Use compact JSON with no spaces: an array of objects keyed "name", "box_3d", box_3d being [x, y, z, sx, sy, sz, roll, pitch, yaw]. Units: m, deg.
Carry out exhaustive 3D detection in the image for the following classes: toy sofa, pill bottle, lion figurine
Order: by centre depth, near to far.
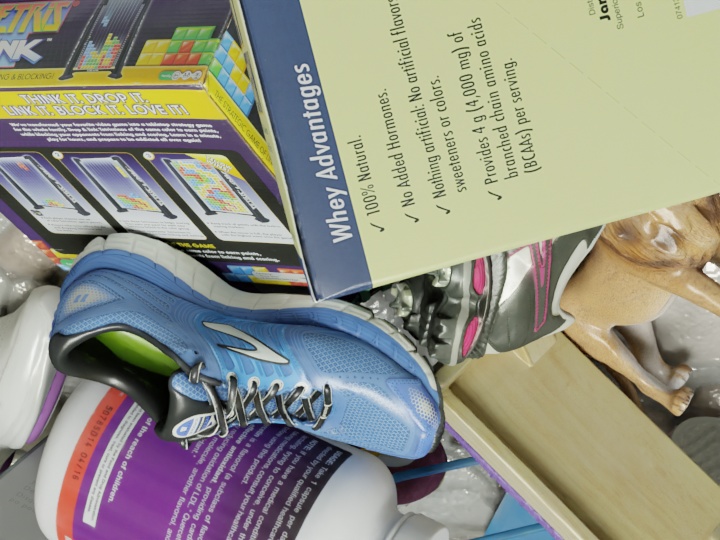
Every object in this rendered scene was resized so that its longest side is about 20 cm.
[{"name":"lion figurine","box_3d":[0.138,0.004,0.863,0.122,0.073,0.200,33,137,4]},{"name":"pill bottle","box_3d":[-0.060,0.126,0.874,0.199,0.113,0.113,23,135,17]},{"name":"toy sofa","box_3d":[0.120,0.109,0.885,0.200,0.083,0.098,45,159,6]}]

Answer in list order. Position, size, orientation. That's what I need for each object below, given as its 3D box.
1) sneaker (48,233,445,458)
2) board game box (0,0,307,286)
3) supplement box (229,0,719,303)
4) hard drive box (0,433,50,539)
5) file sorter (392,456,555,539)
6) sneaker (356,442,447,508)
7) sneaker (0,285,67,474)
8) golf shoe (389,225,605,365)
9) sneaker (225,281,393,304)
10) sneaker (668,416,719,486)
[{"name":"sneaker","box_3d":[-0.058,0.055,0.814,0.199,0.089,0.079,17,133,5]},{"name":"board game box","box_3d":[-0.104,-0.060,0.809,0.199,0.057,0.165,4,149,32]},{"name":"supplement box","box_3d":[0.050,-0.114,0.643,0.199,0.134,0.201,-15,97,-2]},{"name":"hard drive box","box_3d":[-0.152,0.181,0.936,0.155,0.200,0.077,22,121,15]},{"name":"file sorter","box_3d":[0.076,0.217,0.939,0.122,0.201,0.139,-10,148,-19]},{"name":"sneaker","box_3d":[-0.037,0.071,0.958,0.199,0.075,0.090,20,137,-6]},{"name":"sneaker","box_3d":[-0.234,0.071,1.001,0.099,0.075,0.200,29,131,-15]},{"name":"golf shoe","box_3d":[0.072,-0.051,0.789,0.088,0.077,0.201,-3,123,-23]},{"name":"sneaker","box_3d":[0.000,0.000,0.870,0.199,0.088,0.074,-17,142,29]},{"name":"sneaker","box_3d":[0.259,0.154,0.966,0.199,0.076,0.105,15,133,5]}]
